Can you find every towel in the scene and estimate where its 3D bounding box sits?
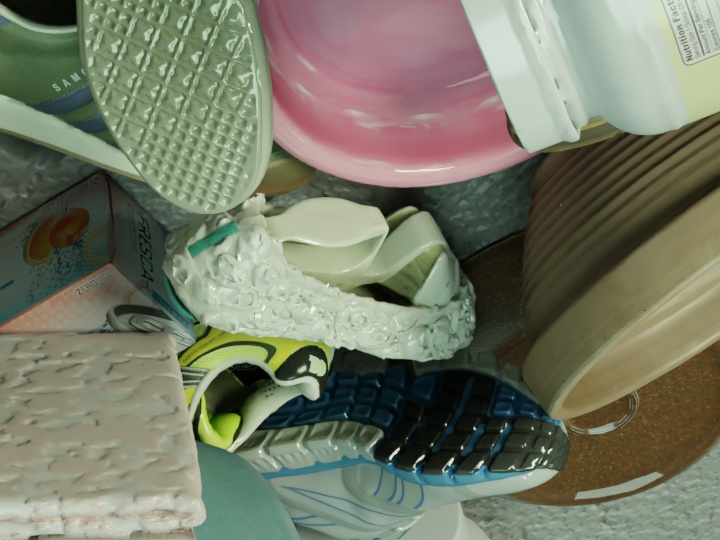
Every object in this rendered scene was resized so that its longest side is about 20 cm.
[{"bbox_3d":[-0.166,0.069,0.978,0.199,0.191,0.032,0,110,-9],"label":"towel"}]

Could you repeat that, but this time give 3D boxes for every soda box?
[{"bbox_3d":[-0.175,0.040,1.117,0.200,0.064,0.068,-29,132,18],"label":"soda box"}]

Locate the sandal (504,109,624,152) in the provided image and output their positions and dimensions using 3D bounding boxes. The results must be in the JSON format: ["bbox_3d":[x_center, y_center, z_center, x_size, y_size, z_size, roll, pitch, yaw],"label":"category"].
[{"bbox_3d":[0.142,-0.101,0.958,0.199,0.080,0.054,-17,106,24],"label":"sandal"}]

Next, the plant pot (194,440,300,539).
[{"bbox_3d":[-0.099,0.148,1.073,0.134,0.200,0.201,-23,140,-26],"label":"plant pot"}]

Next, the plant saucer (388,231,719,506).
[{"bbox_3d":[0.114,0.057,1.209,0.200,0.037,0.201,-6,135,-6],"label":"plant saucer"}]

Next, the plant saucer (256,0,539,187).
[{"bbox_3d":[0.037,-0.123,0.992,0.200,0.051,0.201,-13,136,-12],"label":"plant saucer"}]

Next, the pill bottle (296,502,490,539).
[{"bbox_3d":[0.027,0.192,1.270,0.112,0.112,0.200,-13,135,2],"label":"pill bottle"}]

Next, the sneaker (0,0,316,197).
[{"bbox_3d":[-0.093,-0.093,0.998,0.200,0.067,0.090,14,133,-21],"label":"sneaker"}]

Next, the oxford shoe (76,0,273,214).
[{"bbox_3d":[-0.079,-0.119,0.934,0.075,0.058,0.201,-17,104,16],"label":"oxford shoe"}]

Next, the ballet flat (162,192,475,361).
[{"bbox_3d":[0.000,0.000,1.068,0.072,0.072,0.200,-44,152,28],"label":"ballet flat"}]

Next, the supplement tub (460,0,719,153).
[{"bbox_3d":[0.129,-0.134,0.855,0.199,0.145,0.145,-21,134,7],"label":"supplement tub"}]

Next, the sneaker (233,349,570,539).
[{"bbox_3d":[0.019,0.092,1.154,0.199,0.075,0.087,-1,132,38],"label":"sneaker"}]

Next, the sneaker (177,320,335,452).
[{"bbox_3d":[-0.097,0.060,1.142,0.200,0.077,0.075,-34,133,24],"label":"sneaker"}]

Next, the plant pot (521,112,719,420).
[{"bbox_3d":[0.141,-0.029,1.064,0.200,0.093,0.201,-31,166,-9],"label":"plant pot"}]
